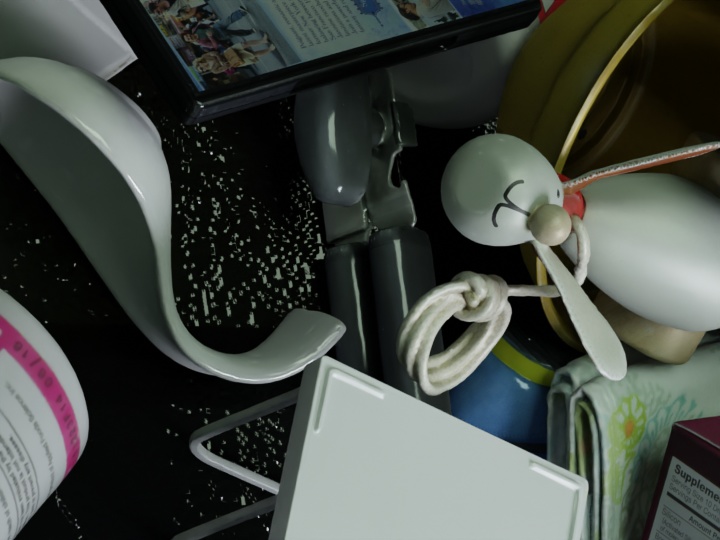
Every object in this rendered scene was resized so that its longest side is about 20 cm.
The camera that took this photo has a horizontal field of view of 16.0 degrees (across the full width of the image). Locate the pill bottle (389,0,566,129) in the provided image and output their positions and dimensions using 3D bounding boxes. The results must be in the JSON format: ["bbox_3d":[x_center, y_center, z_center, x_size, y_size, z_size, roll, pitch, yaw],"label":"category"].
[{"bbox_3d":[0.067,-0.170,1.224,0.112,0.112,0.200,45,54,-14],"label":"pill bottle"}]

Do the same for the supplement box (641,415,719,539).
[{"bbox_3d":[0.176,0.167,1.120,0.110,0.086,0.201,-3,115,-38],"label":"supplement box"}]

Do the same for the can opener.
[{"bbox_3d":[0.000,0.000,1.150,0.066,0.053,0.201,3,74,-47],"label":"can opener"}]

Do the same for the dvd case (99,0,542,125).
[{"bbox_3d":[-0.032,-0.140,1.070,0.200,0.018,0.143,-19,68,-40],"label":"dvd case"}]

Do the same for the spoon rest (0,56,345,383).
[{"bbox_3d":[-0.091,-0.016,1.077,0.200,0.099,0.061,45,71,-29],"label":"spoon rest"}]

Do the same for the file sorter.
[{"bbox_3d":[-0.011,0.165,1.035,0.138,0.124,0.201,26,60,-27],"label":"file sorter"}]

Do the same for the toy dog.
[{"bbox_3d":[0.119,-0.003,1.045,0.200,0.132,0.096,-15,38,-43],"label":"toy dog"}]

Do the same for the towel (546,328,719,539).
[{"bbox_3d":[0.162,0.108,1.179,0.199,0.048,0.172,-13,114,-38],"label":"towel"}]

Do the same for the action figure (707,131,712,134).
[{"bbox_3d":[0.263,-0.011,1.277,0.200,0.149,0.134,38,71,16],"label":"action figure"}]

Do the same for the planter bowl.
[{"bbox_3d":[0.121,-0.068,1.152,0.200,0.201,0.083,-22,43,-39],"label":"planter bowl"}]

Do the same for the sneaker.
[{"bbox_3d":[0.113,0.063,1.210,0.200,0.079,0.066,6,32,-44],"label":"sneaker"}]

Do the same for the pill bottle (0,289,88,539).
[{"bbox_3d":[-0.197,0.096,0.934,0.113,0.113,0.200,46,53,-12],"label":"pill bottle"}]

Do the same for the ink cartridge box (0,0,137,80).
[{"bbox_3d":[-0.123,-0.192,1.114,0.145,0.084,0.200,41,54,-17],"label":"ink cartridge box"}]
